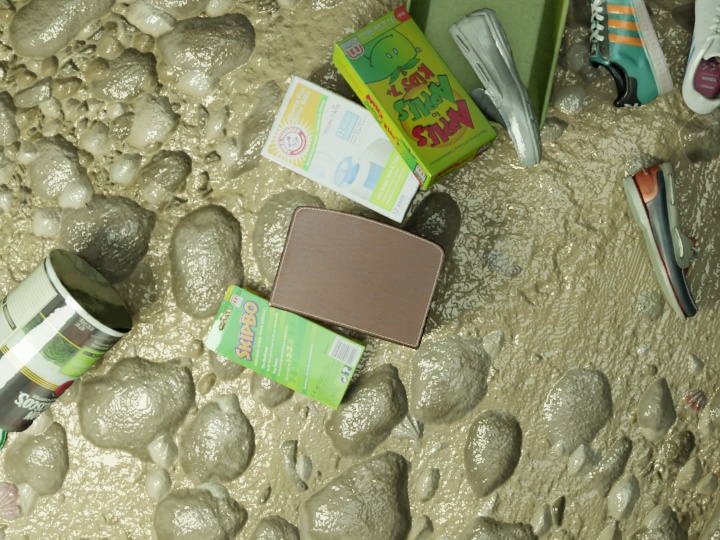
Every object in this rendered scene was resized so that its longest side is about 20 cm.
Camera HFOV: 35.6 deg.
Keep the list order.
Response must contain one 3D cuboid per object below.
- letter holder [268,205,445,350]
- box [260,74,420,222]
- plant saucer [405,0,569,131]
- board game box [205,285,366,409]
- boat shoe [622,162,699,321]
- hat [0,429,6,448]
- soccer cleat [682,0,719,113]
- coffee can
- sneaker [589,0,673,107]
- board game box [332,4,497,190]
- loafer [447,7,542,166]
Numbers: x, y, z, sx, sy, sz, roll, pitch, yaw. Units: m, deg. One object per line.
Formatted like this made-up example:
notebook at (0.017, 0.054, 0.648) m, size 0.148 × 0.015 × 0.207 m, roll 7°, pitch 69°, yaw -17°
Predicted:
letter holder at (0.000, 0.000, 1.441) m, size 0.199 × 0.101 × 0.143 m, roll 16°, pitch 96°, yaw 3°
box at (-0.012, -0.154, 1.421) m, size 0.199 × 0.101 × 0.113 m, roll 26°, pitch 98°, yaw 2°
plant saucer at (0.151, -0.289, 1.416) m, size 0.198 × 0.048 × 0.201 m, roll 11°, pitch 98°, yaw 4°
board game box at (-0.101, 0.100, 1.499) m, size 0.199 × 0.030 × 0.096 m, roll 25°, pitch 98°, yaw -1°
boat shoe at (0.392, -0.036, 1.416) m, size 0.062 × 0.071 × 0.201 m, roll -20°, pitch 91°, yaw 5°
hat at (-0.572, 0.212, 1.481) m, size 0.200 × 0.176 × 0.166 m, roll -42°, pitch 92°, yaw 9°
soccer cleat at (0.441, -0.291, 1.368) m, size 0.069 × 0.086 × 0.202 m, roll 8°, pitch 97°, yaw 4°
coffee can at (-0.420, 0.091, 1.468) m, size 0.200 × 0.146 × 0.146 m, roll -42°, pitch 92°, yaw 9°
sneaker at (0.313, -0.297, 1.387) m, size 0.079 × 0.071 × 0.201 m, roll -24°, pitch 96°, yaw 4°
board game box at (0.064, -0.209, 1.350) m, size 0.101 × 0.048 × 0.201 m, roll -32°, pitch 79°, yaw -15°
loafer at (0.166, -0.218, 1.368) m, size 0.069 × 0.070 × 0.201 m, roll -21°, pitch 87°, yaw 13°
